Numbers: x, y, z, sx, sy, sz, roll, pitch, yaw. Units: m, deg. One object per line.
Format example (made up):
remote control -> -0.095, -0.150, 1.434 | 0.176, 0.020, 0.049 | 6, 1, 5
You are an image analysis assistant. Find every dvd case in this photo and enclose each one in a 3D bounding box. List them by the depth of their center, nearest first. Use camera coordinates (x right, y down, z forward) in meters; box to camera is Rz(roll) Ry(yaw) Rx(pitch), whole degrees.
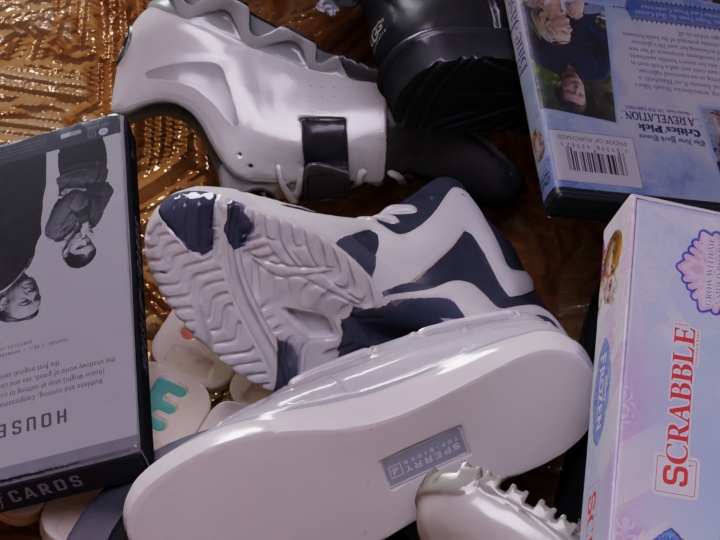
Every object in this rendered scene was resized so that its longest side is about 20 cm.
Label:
dvd case -> -0.168, 0.025, 1.239 | 0.150, 0.025, 0.200 | -14, 48, 8
dvd case -> 0.134, -0.102, 1.256 | 0.143, 0.018, 0.200 | 5, 54, -20

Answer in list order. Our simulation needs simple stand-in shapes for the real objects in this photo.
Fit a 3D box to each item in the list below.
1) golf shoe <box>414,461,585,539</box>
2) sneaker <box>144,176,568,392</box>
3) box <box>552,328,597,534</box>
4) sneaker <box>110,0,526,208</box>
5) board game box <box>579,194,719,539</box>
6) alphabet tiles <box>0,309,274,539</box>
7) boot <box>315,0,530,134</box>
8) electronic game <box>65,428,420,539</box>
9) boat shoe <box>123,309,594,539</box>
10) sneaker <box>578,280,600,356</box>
golf shoe -> 0.073, 0.171, 1.106 | 0.097, 0.078, 0.200 | -39, 97, -30
sneaker -> 0.000, 0.000, 1.247 | 0.199, 0.080, 0.130 | 17, 23, -9
box -> 0.188, 0.091, 1.179 | 0.200, 0.079, 0.141 | 19, 62, -4
sneaker -> -0.023, -0.059, 1.319 | 0.200, 0.074, 0.089 | 25, 81, 6
board game box -> 0.186, 0.084, 1.097 | 0.199, 0.041, 0.200 | 12, 66, -9
alphabet tiles -> -0.066, 0.101, 1.213 | 0.200, 0.015, 0.196 | 27, 59, 9
boot -> 0.064, -0.140, 1.314 | 0.198, 0.073, 0.163 | 1, 53, -32
electronic game -> -0.029, 0.149, 1.157 | 0.200, 0.042, 0.200 | 4, 54, -6
boat shoe -> -0.004, 0.065, 1.155 | 0.200, 0.072, 0.069 | -25, 25, -5
sneaker -> 0.153, -0.014, 1.279 | 0.073, 0.082, 0.200 | 20, 59, 9
